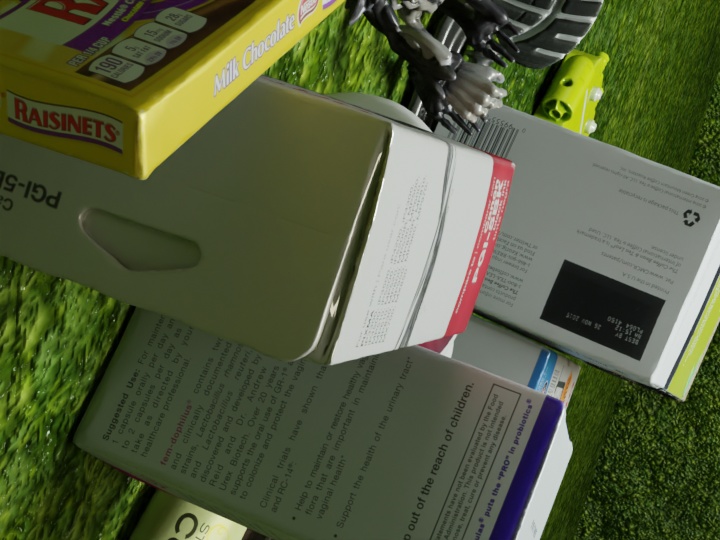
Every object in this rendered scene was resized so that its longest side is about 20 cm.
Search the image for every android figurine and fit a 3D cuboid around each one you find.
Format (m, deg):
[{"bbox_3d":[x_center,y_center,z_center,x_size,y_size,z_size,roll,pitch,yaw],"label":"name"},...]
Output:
[{"bbox_3d":[0.191,-0.127,1.411,0.200,0.041,0.182,-57,160,-34],"label":"android figurine"}]

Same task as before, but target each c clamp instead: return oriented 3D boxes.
[{"bbox_3d":[0.055,-0.094,1.028,0.171,0.027,0.200,-9,120,-67],"label":"c clamp"}]

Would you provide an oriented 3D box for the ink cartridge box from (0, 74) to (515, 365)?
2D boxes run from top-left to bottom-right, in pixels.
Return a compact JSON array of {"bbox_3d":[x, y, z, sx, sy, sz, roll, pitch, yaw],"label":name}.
[{"bbox_3d":[-0.036,-0.030,0.563,0.200,0.147,0.083,-3,112,-74],"label":"ink cartridge box"}]

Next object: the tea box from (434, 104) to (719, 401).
[{"bbox_3d":[0.148,-0.012,1.022,0.134,0.200,0.197,-66,161,-1],"label":"tea box"}]

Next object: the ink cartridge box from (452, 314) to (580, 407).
[{"bbox_3d":[0.057,0.103,1.044,0.147,0.144,0.200,-69,164,-1],"label":"ink cartridge box"}]

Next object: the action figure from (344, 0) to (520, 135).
[{"bbox_3d":[0.058,-0.149,0.825,0.119,0.102,0.200,-56,164,-5],"label":"action figure"}]

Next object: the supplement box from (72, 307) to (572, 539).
[{"bbox_3d":[-0.013,0.081,0.683,0.101,0.200,0.104,62,49,-70],"label":"supplement box"}]

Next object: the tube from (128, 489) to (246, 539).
[{"bbox_3d":[-0.092,0.146,0.771,0.200,0.058,0.052,-62,179,-19],"label":"tube"}]

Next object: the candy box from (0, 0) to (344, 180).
[{"bbox_3d":[-0.062,-0.097,0.476,0.200,0.102,0.026,-51,151,-50],"label":"candy box"}]

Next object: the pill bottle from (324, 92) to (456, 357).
[{"bbox_3d":[0.000,0.000,0.792,0.200,0.109,0.110,74,39,-64],"label":"pill bottle"}]

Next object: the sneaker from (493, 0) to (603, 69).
[{"bbox_3d":[0.153,-0.244,1.073,0.090,0.078,0.200,-52,159,-66],"label":"sneaker"}]

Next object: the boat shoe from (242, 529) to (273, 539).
[{"bbox_3d":[-0.059,0.171,0.890,0.200,0.065,0.072,92,24,-49],"label":"boat shoe"}]
